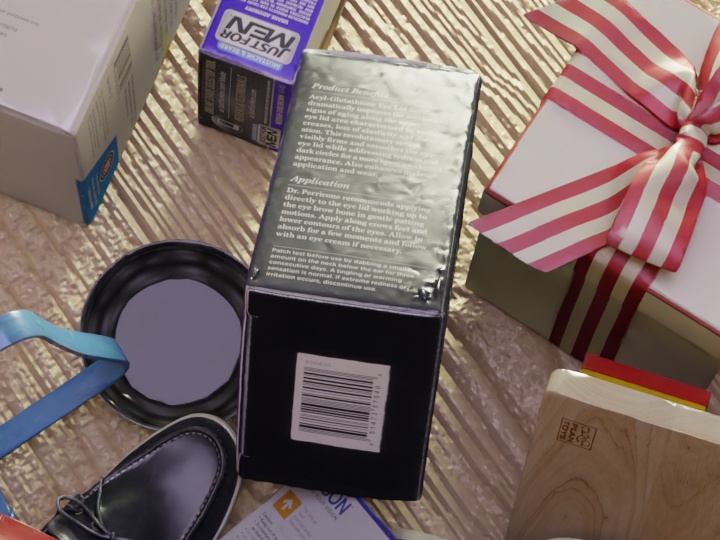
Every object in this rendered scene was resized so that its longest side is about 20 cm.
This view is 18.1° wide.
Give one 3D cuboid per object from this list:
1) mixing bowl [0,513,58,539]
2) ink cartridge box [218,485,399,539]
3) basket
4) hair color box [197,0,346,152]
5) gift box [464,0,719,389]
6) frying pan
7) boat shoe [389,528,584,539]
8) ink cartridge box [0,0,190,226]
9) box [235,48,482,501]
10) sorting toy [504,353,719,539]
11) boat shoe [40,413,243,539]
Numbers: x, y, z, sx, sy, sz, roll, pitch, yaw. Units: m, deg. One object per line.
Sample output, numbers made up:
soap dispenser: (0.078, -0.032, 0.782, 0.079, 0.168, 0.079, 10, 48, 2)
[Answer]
mixing bowl: (-0.149, 0.224, 1.106, 0.108, 0.200, 0.201, 11, 70, -7)
ink cartridge box: (-0.040, 0.223, 1.179, 0.200, 0.043, 0.196, -39, 47, -4)
basket: (-0.229, 0.091, 1.209, 0.200, 0.176, 0.139, -38, 74, 6)
hair color box: (-0.035, -0.184, 1.348, 0.065, 0.109, 0.200, 21, 71, 3)
gift box: (0.155, -0.043, 1.268, 0.200, 0.187, 0.185, 27, 71, 6)
frying pan: (-0.069, 0.049, 1.304, 0.189, 0.031, 0.115, 15, 73, 0)
boat shoe: (0.076, 0.183, 1.202, 0.201, 0.074, 0.063, 2, 28, 30)
ink cartridge box: (-0.187, -0.161, 1.312, 0.144, 0.147, 0.200, 21, 71, 5)
box: (0.000, 0.000, 1.229, 0.104, 0.148, 0.200, 8, 43, 2)
sorting toy: (0.184, 0.134, 1.210, 0.198, 0.200, 0.070, 17, 46, 7)
boat shoe: (-0.141, 0.156, 1.239, 0.200, 0.062, 0.075, -43, 77, -10)
